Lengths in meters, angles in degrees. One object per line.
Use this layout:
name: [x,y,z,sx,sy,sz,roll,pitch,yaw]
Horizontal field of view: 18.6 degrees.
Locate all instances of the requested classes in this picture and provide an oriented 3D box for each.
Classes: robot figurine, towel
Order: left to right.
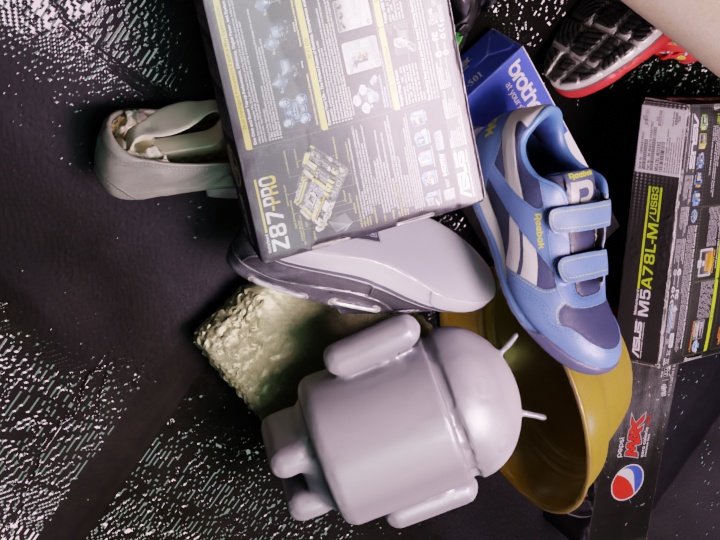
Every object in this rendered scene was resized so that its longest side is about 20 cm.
towel: [-0.027,0.059,1.632,0.148,0.036,0.200,-46,131,-4]
robot figurine: [0.030,0.110,1.580,0.198,0.113,0.171,-20,124,1]

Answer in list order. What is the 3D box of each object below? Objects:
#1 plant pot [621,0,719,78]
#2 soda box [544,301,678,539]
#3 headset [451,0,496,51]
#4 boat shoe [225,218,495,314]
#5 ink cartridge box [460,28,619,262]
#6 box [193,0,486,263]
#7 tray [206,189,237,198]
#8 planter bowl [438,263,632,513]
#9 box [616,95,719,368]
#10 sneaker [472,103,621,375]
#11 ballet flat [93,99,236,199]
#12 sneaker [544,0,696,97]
plant pot: [0.254,-0.228,1.529,0.183,0.200,0.201,42,87,-20]
soda box: [0.207,0.128,1.805,0.070,0.063,0.202,-8,117,-30]
headset: [0.052,-0.181,1.502,0.123,0.094,0.201,-34,148,-43]
boat shoe: [0.000,0.000,1.550,0.199,0.072,0.068,11,138,-30]
ink cartridge box: [0.115,-0.076,1.650,0.094,0.044,0.200,-41,130,-9]
box: [-0.013,-0.121,1.428,0.160,0.049,0.202,-17,113,-11]
tray: [-0.038,-0.139,1.530,0.107,0.022,0.202,1,113,-35]
planter bowl: [0.146,0.073,1.645,0.083,0.200,0.202,-22,124,-22]
box: [0.265,-0.034,1.702,0.193,0.047,0.202,-10,108,-59]
sneaker: [0.137,-0.024,1.537,0.082,0.201,0.074,-32,167,38]
ballet flat: [-0.079,-0.088,1.473,0.198,0.068,0.064,-8,139,-13]
sneaker: [0.228,-0.182,1.653,0.199,0.077,0.085,-36,134,-12]
